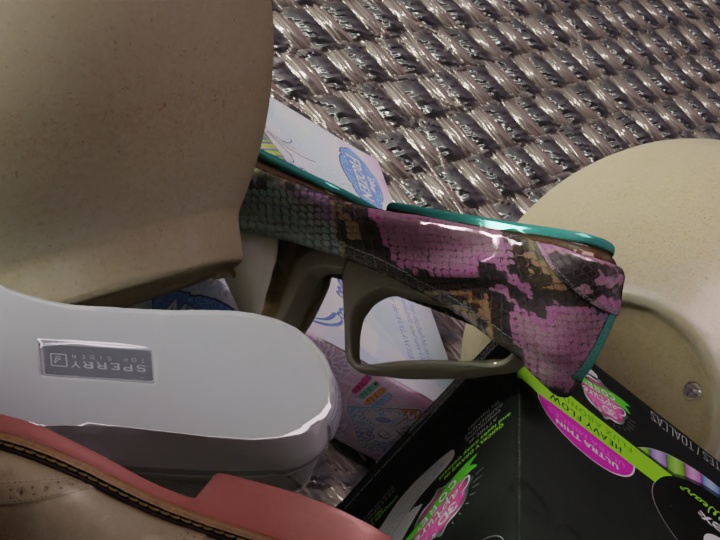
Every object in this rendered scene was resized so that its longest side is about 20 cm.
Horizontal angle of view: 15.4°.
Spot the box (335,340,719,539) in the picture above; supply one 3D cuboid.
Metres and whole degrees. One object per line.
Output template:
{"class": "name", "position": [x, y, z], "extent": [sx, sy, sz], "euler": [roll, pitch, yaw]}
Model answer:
{"class": "box", "position": [0.073, 0.137, 0.959], "extent": [0.148, 0.124, 0.200], "euler": [37, 22, -12]}

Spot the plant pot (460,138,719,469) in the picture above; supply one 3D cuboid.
{"class": "plant pot", "position": [0.123, 0.048, 1.112], "extent": [0.200, 0.200, 0.134], "euler": [48, 19, 11]}

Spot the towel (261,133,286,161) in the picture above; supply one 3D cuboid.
{"class": "towel", "position": [-0.105, -0.084, 1.090], "extent": [0.200, 0.023, 0.144], "euler": [49, 22, 17]}

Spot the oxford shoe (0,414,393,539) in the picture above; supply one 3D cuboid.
{"class": "oxford shoe", "position": [-0.089, 0.091, 0.755], "extent": [0.071, 0.199, 0.075], "euler": [77, 26, -56]}

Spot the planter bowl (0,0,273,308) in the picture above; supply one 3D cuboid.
{"class": "planter bowl", "position": [-0.114, -0.048, 0.914], "extent": [0.200, 0.200, 0.135], "euler": [-12, 83, -66]}

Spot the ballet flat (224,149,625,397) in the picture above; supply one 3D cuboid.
{"class": "ballet flat", "position": [0.000, 0.000, 0.970], "extent": [0.199, 0.071, 0.069], "euler": [17, -5, 28]}

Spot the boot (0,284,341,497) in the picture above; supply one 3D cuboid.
{"class": "boot", "position": [-0.111, 0.055, 0.845], "extent": [0.199, 0.096, 0.074], "euler": [9, 48, -12]}

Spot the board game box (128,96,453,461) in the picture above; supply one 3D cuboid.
{"class": "board game box", "position": [-0.058, -0.024, 1.146], "extent": [0.199, 0.043, 0.200], "euler": [29, 25, -29]}
